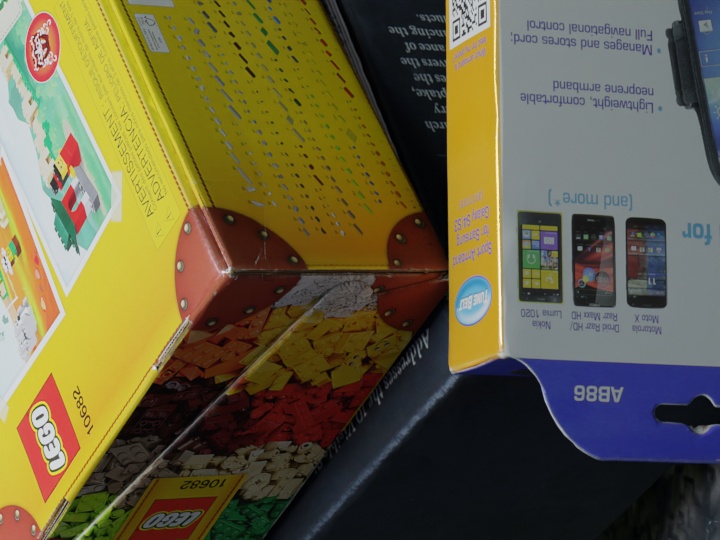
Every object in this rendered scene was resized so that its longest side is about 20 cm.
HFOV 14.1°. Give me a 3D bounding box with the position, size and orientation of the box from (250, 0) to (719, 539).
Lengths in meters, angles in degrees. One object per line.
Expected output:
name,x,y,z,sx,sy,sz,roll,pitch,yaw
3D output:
box,0.000,0.000,0.922,0.200,0.124,0.197,-49,50,42

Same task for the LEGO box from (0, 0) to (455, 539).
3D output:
LEGO box,-0.072,-0.029,0.854,0.149,0.077,0.200,-54,49,40

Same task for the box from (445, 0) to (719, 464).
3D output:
box,0.083,-0.047,0.790,0.041,0.119,0.201,163,109,-68
